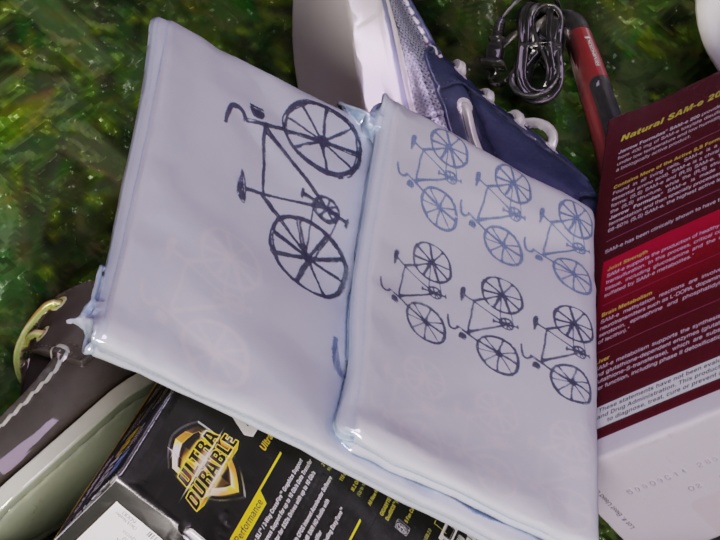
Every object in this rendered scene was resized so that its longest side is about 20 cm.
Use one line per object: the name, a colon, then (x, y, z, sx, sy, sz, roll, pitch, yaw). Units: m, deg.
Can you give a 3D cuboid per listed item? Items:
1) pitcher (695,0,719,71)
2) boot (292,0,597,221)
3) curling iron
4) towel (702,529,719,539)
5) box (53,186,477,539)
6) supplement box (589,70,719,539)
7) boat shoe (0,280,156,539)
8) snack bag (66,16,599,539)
pitcher: (0.247, -0.122, 1.230, 0.200, 0.121, 0.172, -35, 86, -40)
boot: (0.036, -0.052, 1.166, 0.090, 0.073, 0.200, -6, 67, -23)
curling iron: (0.101, -0.029, 1.186, 0.050, 0.026, 0.200, -22, 68, 0)
towel: (0.170, 0.173, 1.000, 0.193, 0.035, 0.200, -36, 55, 7)
box: (-0.001, 0.078, 1.002, 0.160, 0.049, 0.200, 39, 36, -7)
supplement box: (0.144, 0.005, 1.082, 0.061, 0.109, 0.200, 45, 37, -29)
boat shoe: (-0.093, 0.032, 1.079, 0.061, 0.072, 0.201, 40, 51, 10)
snack bag: (0.000, 0.000, 1.016, 0.200, 0.021, 0.189, 27, 39, -17)
